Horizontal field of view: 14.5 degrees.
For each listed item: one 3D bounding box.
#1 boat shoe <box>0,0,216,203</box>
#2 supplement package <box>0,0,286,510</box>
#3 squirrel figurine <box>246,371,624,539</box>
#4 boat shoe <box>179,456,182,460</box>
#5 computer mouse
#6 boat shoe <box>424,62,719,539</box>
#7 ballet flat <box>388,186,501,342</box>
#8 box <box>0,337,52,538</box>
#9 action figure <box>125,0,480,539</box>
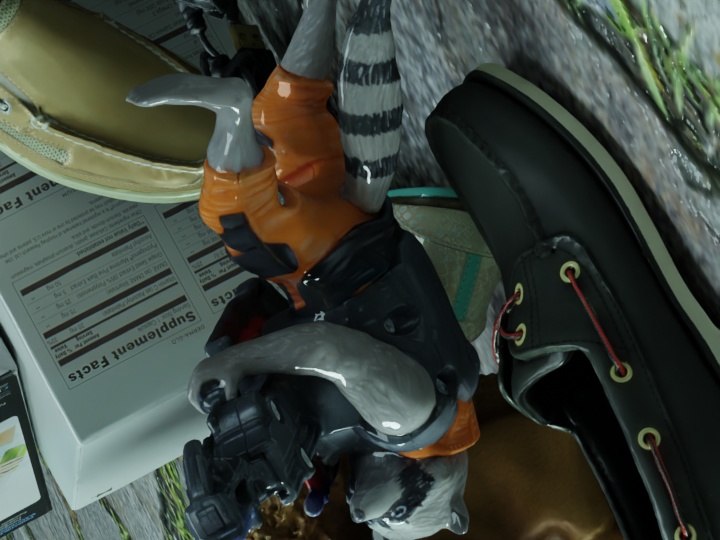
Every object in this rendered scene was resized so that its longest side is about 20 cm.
[{"bbox_3d":[-0.139,-0.088,1.160,0.199,0.072,0.076,21,159,9],"label":"boat shoe"},{"bbox_3d":[-0.110,-0.025,1.276,0.201,0.150,0.152,60,167,10],"label":"supplement package"},{"bbox_3d":[0.015,0.125,1.038,0.200,0.186,0.142,48,160,44],"label":"squirrel figurine"},{"bbox_3d":[-0.052,0.072,1.417,0.200,0.070,0.071,31,153,50],"label":"boat shoe"},{"bbox_3d":[-0.061,-0.133,1.151,0.201,0.046,0.140,63,-174,20],"label":"computer mouse"},{"bbox_3d":[0.073,0.019,0.908,0.202,0.063,0.074,58,168,23],"label":"boat shoe"},{"bbox_3d":[0.000,0.000,1.090,0.200,0.067,0.063,-177,96,-73],"label":"ballet flat"},{"bbox_3d":[-0.200,0.047,1.303,0.117,0.060,0.200,58,167,19],"label":"box"},{"bbox_3d":[-0.010,0.012,0.927,0.200,0.104,0.194,-80,-28,-65],"label":"action figure"}]
